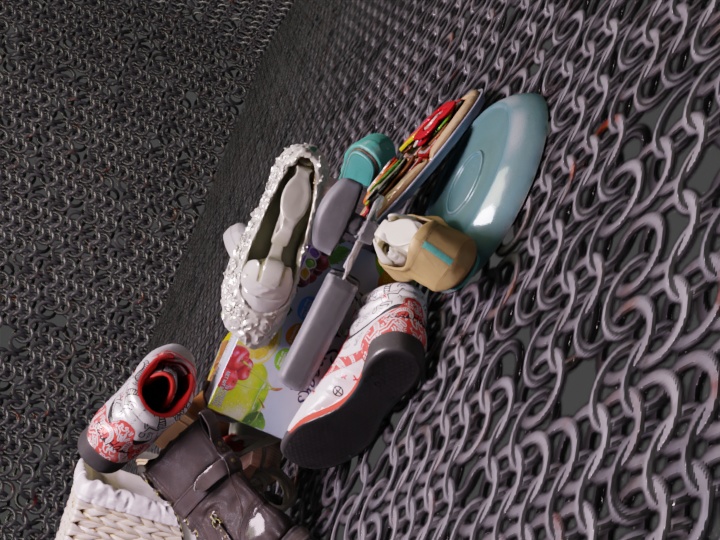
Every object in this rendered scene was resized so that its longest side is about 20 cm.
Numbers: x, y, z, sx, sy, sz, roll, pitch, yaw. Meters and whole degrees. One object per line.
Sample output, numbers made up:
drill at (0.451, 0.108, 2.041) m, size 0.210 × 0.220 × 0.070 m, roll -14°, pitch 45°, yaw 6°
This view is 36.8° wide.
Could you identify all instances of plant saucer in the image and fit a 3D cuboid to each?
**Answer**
plant saucer at (0.104, -0.075, 0.985) m, size 0.200 × 0.027 × 0.200 m, roll -59°, pitch 16°, yaw 28°

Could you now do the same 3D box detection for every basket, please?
basket at (-0.283, 0.345, 1.346) m, size 0.161 × 0.200 × 0.198 m, roll -69°, pitch 14°, yaw -7°

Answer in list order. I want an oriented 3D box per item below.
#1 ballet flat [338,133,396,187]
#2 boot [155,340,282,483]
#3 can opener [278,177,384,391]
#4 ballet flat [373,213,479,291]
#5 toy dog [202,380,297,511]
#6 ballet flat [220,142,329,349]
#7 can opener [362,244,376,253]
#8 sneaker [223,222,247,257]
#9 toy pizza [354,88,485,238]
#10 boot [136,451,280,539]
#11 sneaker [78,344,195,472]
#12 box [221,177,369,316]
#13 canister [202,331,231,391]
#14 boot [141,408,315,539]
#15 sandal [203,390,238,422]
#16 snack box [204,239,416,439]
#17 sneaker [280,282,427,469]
ballet flat at (-0.002, -0.098, 1.345) m, size 0.070 × 0.067 × 0.200 m, roll -41°, pitch -12°, yaw -37°
boot at (-0.161, 0.141, 1.243) m, size 0.077 × 0.200 × 0.155 m, roll -35°, pitch 39°, yaw 40°
can opener at (-0.030, 0.013, 0.999) m, size 0.053 × 0.066 × 0.200 m, roll -45°, pitch -23°, yaw -81°
ballet flat at (0.045, -0.026, 0.929) m, size 0.069 × 0.063 × 0.200 m, roll -59°, pitch 14°, yaw -4°
toy dog at (-0.107, 0.148, 1.150) m, size 0.200 × 0.132 × 0.096 m, roll -82°, pitch 15°, yaw -50°
ballet flat at (-0.079, -0.025, 0.993) m, size 0.072 × 0.072 × 0.200 m, roll -171°, pitch 98°, yaw -75°
can opener at (0.000, 0.000, 1.183) m, size 0.079 × 0.063 × 0.200 m, roll -43°, pitch 8°, yaw -37°
sneaker at (-0.099, -0.028, 1.397) m, size 0.116 × 0.074 × 0.200 m, roll -55°, pitch 47°, yaw 16°
toy pizza at (0.053, -0.115, 1.112) m, size 0.200 × 0.032 × 0.200 m, roll -49°, pitch 7°, yaw 8°
boot at (-0.195, 0.289, 1.211) m, size 0.200 × 0.077 × 0.139 m, roll 11°, pitch 78°, yaw 39°
sneaker at (-0.190, 0.113, 1.069) m, size 0.108 × 0.067 × 0.201 m, roll -41°, pitch 6°, yaw 30°
box at (-0.060, -0.014, 1.259) m, size 0.036 × 0.144 × 0.200 m, roll 42°, pitch 112°, yaw 38°
canister at (-0.170, 0.179, 1.440) m, size 0.149 × 0.086 × 0.200 m, roll -42°, pitch 26°, yaw 58°
boot at (-0.147, 0.249, 1.047) m, size 0.200 × 0.174 × 0.069 m, roll -52°, pitch -13°, yaw 24°
sandal at (-0.073, 0.080, 1.115) m, size 0.207 × 0.079 × 0.059 m, roll -37°, pitch -33°, yaw -27°
snack box at (-0.048, 0.066, 1.062) m, size 0.200 × 0.142 × 0.053 m, roll -66°, pitch 14°, yaw -2°
sneaker at (-0.002, 0.096, 1.006) m, size 0.201 × 0.067 × 0.108 m, roll -50°, pitch 19°, yaw 37°
